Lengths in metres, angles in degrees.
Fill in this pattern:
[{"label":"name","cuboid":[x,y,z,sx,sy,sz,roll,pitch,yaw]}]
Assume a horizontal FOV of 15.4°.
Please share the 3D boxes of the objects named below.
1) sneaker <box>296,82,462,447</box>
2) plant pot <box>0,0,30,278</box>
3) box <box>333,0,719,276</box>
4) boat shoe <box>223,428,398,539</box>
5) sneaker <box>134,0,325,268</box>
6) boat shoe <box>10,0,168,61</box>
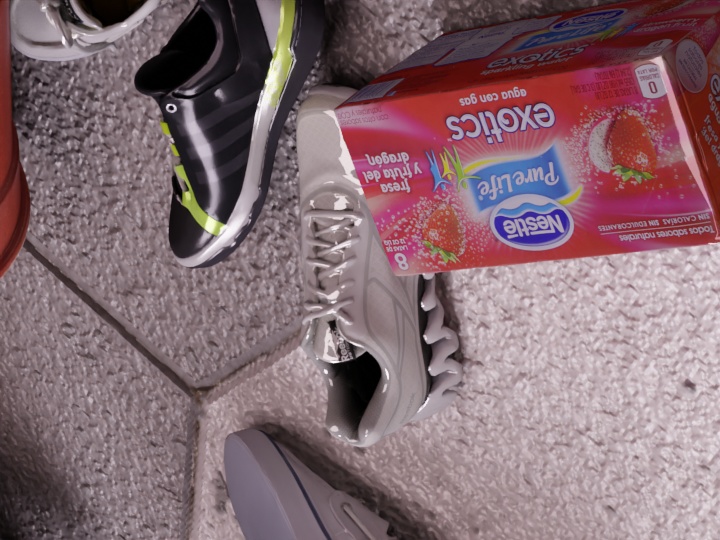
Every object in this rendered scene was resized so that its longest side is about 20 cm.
[{"label":"sneaker","cuboid":[0.000,0.000,1.404,0.075,0.081,0.201,5,117,39]},{"label":"plant pot","cuboid":[-0.273,-0.105,1.453,0.200,0.201,0.196,34,141,17]},{"label":"box","cuboid":[0.101,-0.066,1.266,0.199,0.100,0.096,-6,112,41]},{"label":"boat shoe","cuboid":[-0.010,0.167,1.525,0.200,0.065,0.074,55,147,27]},{"label":"sneaker","cuboid":[-0.085,-0.090,1.402,0.072,0.082,0.201,-113,36,-47]},{"label":"boat shoe","cuboid":[-0.143,-0.151,1.419,0.201,0.086,0.075,-17,104,44]}]
